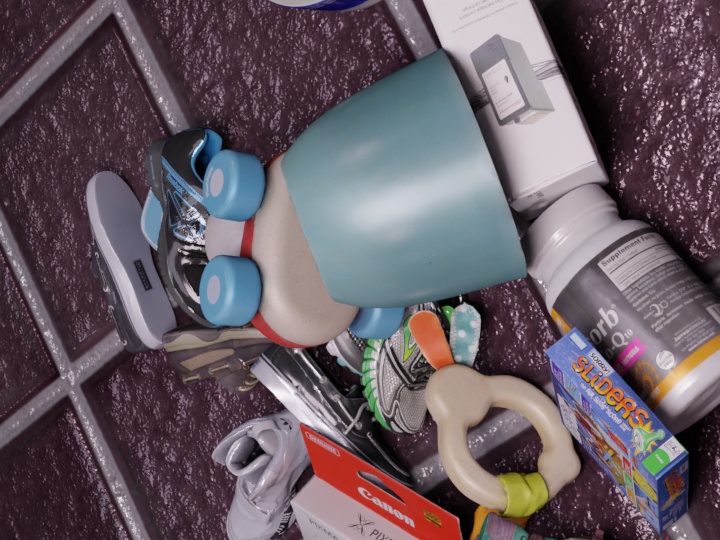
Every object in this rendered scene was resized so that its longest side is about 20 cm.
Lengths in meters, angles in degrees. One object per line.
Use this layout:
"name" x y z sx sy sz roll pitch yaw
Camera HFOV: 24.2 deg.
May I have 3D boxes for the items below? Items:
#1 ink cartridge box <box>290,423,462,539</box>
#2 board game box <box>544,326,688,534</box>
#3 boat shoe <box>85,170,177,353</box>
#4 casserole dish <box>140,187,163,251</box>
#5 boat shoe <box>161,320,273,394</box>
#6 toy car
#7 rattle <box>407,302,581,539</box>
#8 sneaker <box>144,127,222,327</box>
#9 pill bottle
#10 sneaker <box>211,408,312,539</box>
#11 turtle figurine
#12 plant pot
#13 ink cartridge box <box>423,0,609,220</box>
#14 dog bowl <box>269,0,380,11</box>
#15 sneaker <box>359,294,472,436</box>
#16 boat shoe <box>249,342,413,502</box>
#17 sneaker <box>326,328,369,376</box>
"ink cartridge box" 0.018 0.250 1.576 0.200 0.044 0.174 27 150 32
"board game box" 0.213 0.136 1.381 0.034 0.200 0.135 -38 68 -5
"boat shoe" -0.259 -0.005 1.806 0.066 0.070 0.201 -23 89 36
"casserole dish" -0.159 -0.042 1.737 0.200 0.039 0.122 36 116 28
"boat shoe" -0.118 0.084 1.709 0.199 0.074 0.074 -6 104 45
"toy car" -0.085 -0.013 1.541 0.200 0.184 0.178 -12 74 57
"rattle" 0.101 0.142 1.533 0.130 0.143 0.200 -39 76 -13
"sneaker" -0.158 -0.044 1.665 0.082 0.073 0.201 -19 84 38
"pill bottle" 0.227 0.031 1.397 0.200 0.116 0.117 50 122 22
"sneaker" -0.106 0.210 1.678 0.075 0.115 0.200 45 120 25
"turtle figurine" 0.192 0.275 1.457 0.199 0.101 0.150 20 134 5
"plant pot" 0.028 -0.061 1.388 0.160 0.201 0.201 -21 81 2
"ink cartridge box" 0.133 -0.155 1.419 0.084 0.145 0.201 -23 81 10
"dog bowl" -0.036 -0.346 1.577 0.199 0.079 0.201 5 98 37
"sneaker" 0.057 0.060 1.557 0.085 0.078 0.201 18 106 34
"boat shoe" -0.013 0.138 1.608 0.199 0.074 0.068 44 91 0
"sneaker" 0.000 0.000 1.599 0.091 0.077 0.201 -15 88 34
